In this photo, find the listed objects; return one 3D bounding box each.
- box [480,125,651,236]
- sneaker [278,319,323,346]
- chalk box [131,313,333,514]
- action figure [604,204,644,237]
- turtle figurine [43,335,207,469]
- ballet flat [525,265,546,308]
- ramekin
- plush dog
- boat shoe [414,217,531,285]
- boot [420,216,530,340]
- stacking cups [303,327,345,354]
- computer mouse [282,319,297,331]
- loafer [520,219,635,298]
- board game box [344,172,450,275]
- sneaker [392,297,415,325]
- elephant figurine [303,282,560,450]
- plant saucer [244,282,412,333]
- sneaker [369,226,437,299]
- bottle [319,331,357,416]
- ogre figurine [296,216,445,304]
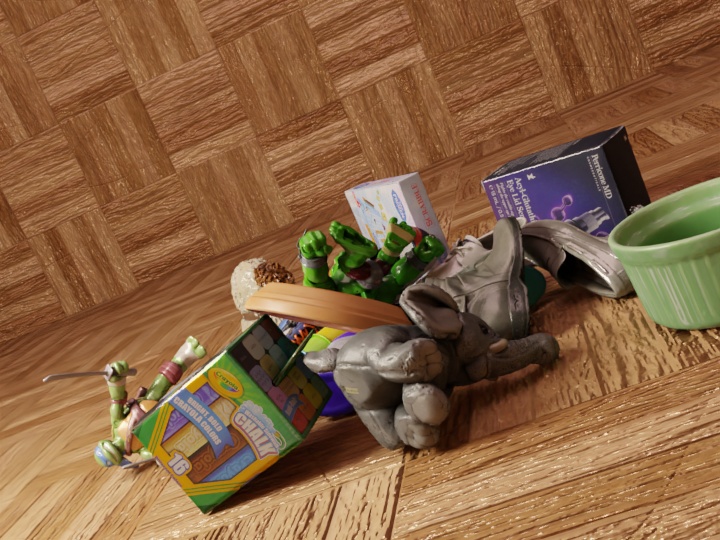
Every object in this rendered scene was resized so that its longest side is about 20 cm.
[{"bbox_3d":[0.303,-0.105,1.298,0.200,0.148,0.104,-16,13,39],"label":"box"},{"bbox_3d":[-0.106,0.122,1.298,0.200,0.075,0.078,-41,24,-5],"label":"sneaker"},{"bbox_3d":[-0.118,0.139,0.957,0.200,0.124,0.125,-38,4,22],"label":"chalk box"},{"bbox_3d":[0.372,-0.052,1.151,0.200,0.055,0.118,-21,16,14],"label":"action figure"},{"bbox_3d":[-0.262,0.175,1.152,0.144,0.200,0.194,34,61,31],"label":"turtle figurine"},{"bbox_3d":[0.143,0.051,1.127,0.200,0.067,0.070,-27,-6,-24],"label":"ballet flat"},{"bbox_3d":[0.362,-0.021,0.896,0.200,0.098,0.200,-23,10,4],"label":"ramekin"},{"bbox_3d":[-0.146,0.062,1.396,0.160,0.172,0.200,-30,13,-30],"label":"plush dog"},{"bbox_3d":[0.148,-0.014,1.180,0.200,0.066,0.072,-22,22,-17],"label":"boat shoe"},{"bbox_3d":[0.133,0.009,1.074,0.130,0.068,0.200,-3,44,8],"label":"boot"},{"bbox_3d":[-0.089,0.136,1.211,0.060,0.061,0.200,-13,16,47],"label":"stacking cups"},{"bbox_3d":[-0.107,0.098,1.205,0.200,0.034,0.059,-48,3,21],"label":"computer mouse"},{"bbox_3d":[0.256,-0.014,1.092,0.070,0.070,0.200,-39,31,-22],"label":"loafer"},{"bbox_3d":[0.067,-0.047,1.395,0.041,0.200,0.199,-28,12,-21],"label":"board game box"},{"bbox_3d":[0.115,0.041,1.244,0.199,0.060,0.104,-15,16,13],"label":"sneaker"},{"bbox_3d":[0.079,0.086,0.917,0.200,0.155,0.141,-36,4,-43],"label":"elephant figurine"},{"bbox_3d":[-0.032,0.047,1.028,0.200,0.038,0.200,10,-6,1],"label":"plant saucer"},{"bbox_3d":[0.026,0.019,1.263,0.075,0.084,0.200,37,96,39],"label":"sneaker"},{"bbox_3d":[-0.006,0.114,1.128,0.083,0.065,0.200,-12,15,24],"label":"bottle"},{"bbox_3d":[0.000,0.000,1.134,0.200,0.098,0.120,-18,-35,-46],"label":"ogre figurine"}]
